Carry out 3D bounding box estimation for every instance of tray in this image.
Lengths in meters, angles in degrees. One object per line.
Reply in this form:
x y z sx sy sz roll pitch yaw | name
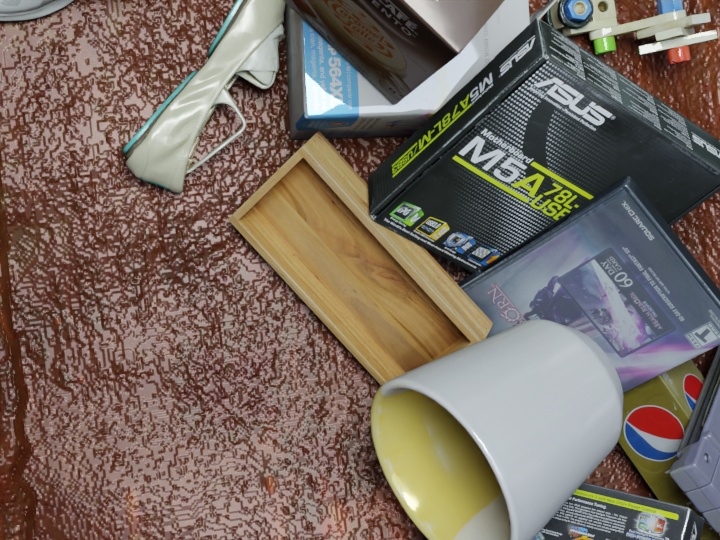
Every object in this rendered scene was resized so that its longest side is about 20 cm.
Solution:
0.000 0.000 0.983 0.200 0.037 0.098 47 125 -6 | tray

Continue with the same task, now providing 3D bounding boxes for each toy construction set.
0.211 -0.255 1.028 0.129 0.092 0.203 -11 80 -9 | toy construction set

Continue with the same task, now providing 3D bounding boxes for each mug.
0.098 0.104 0.928 0.152 0.186 0.151 -29 132 -29 | mug

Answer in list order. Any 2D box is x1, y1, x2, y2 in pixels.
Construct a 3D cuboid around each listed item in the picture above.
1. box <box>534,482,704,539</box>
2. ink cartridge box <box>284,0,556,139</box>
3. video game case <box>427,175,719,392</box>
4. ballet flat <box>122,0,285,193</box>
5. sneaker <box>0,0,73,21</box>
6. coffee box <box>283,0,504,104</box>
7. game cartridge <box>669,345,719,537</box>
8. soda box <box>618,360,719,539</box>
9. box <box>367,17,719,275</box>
0.141 0.237 0.952 0.198 0.044 0.162 8 73 32 | box
0.046 -0.172 0.974 0.197 0.129 0.127 -2 89 -8 | ink cartridge box
0.166 0.034 0.962 0.199 0.019 0.143 -34 103 35 | video game case
-0.103 -0.145 0.982 0.069 0.069 0.201 37 92 -6 | ballet flat
-0.214 -0.244 0.939 0.197 0.115 0.077 -15 91 -9 | sneaker
0.023 -0.185 0.805 0.114 0.200 0.080 41 83 -6 | coffee box
0.316 0.138 0.999 0.130 0.038 0.200 46 43 -7 | game cartridge
0.264 0.143 1.023 0.067 0.064 0.201 -32 96 35 | soda box
0.137 -0.067 0.939 0.198 0.193 0.048 26 44 -30 | box
